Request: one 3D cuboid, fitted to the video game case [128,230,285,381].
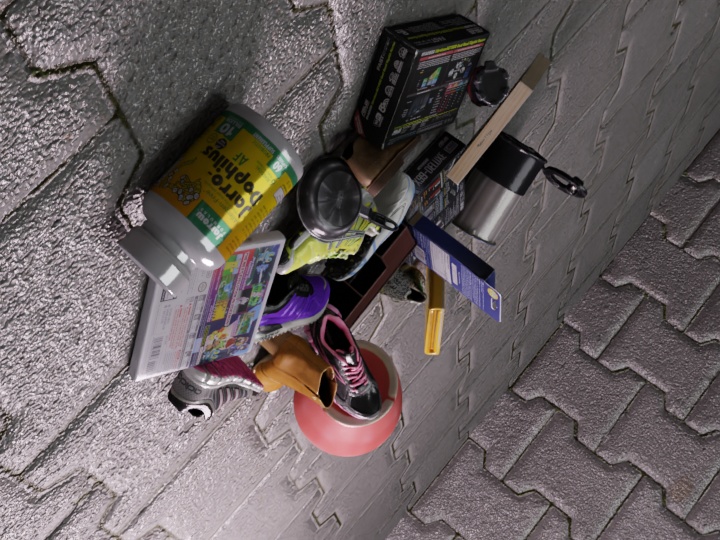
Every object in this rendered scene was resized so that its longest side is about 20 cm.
[{"bbox_3d":[-0.196,0.044,1.198,0.181,0.023,0.202,-12,135,-39],"label":"video game case"}]

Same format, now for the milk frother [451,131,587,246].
[{"bbox_3d":[0.296,-0.134,1.773,0.189,0.199,0.180,-59,162,16],"label":"milk frother"}]

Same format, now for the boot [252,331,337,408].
[{"bbox_3d":[-0.101,0.174,1.483,0.071,0.144,0.202,-40,156,-27],"label":"boot"}]

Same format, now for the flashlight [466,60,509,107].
[{"bbox_3d":[0.194,-0.277,1.423,0.068,0.067,0.200,-54,-175,13],"label":"flashlight"}]

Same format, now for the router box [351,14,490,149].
[{"bbox_3d":[0.085,-0.267,1.312,0.199,0.062,0.151,-27,147,-49],"label":"router box"}]

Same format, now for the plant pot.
[{"bbox_3d":[-0.015,0.205,1.597,0.201,0.200,0.178,-47,171,-16],"label":"plant pot"}]

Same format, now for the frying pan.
[{"bbox_3d":[-0.017,-0.076,1.308,0.190,0.031,0.116,47,65,-33],"label":"frying pan"}]

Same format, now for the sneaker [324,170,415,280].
[{"bbox_3d":[0.020,-0.064,1.471,0.201,0.072,0.072,-53,148,0],"label":"sneaker"}]

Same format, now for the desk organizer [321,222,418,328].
[{"bbox_3d":[0.000,0.000,1.532,0.201,0.071,0.077,-51,156,-7],"label":"desk organizer"}]

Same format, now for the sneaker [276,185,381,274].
[{"bbox_3d":[-0.041,-0.046,1.339,0.199,0.077,0.075,-37,-173,-31],"label":"sneaker"}]

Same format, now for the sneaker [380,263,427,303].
[{"bbox_3d":[0.088,0.039,1.748,0.077,0.088,0.199,-57,158,12],"label":"sneaker"}]

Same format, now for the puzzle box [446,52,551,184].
[{"bbox_3d":[0.213,-0.234,1.447,0.200,0.025,0.133,-52,180,37],"label":"puzzle box"}]

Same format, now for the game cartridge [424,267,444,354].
[{"bbox_3d":[0.138,0.029,1.766,0.177,0.032,0.202,89,2,-57],"label":"game cartridge"}]

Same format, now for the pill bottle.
[{"bbox_3d":[-0.164,-0.073,1.018,0.200,0.112,0.113,-48,158,-12],"label":"pill bottle"}]

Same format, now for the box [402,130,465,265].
[{"bbox_3d":[0.115,-0.120,1.618,0.158,0.050,0.201,-47,157,-17],"label":"box"}]

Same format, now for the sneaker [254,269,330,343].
[{"bbox_3d":[-0.102,0.031,1.365,0.199,0.069,0.100,-27,145,-50],"label":"sneaker"}]

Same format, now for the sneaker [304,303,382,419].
[{"bbox_3d":[-0.022,0.145,1.458,0.078,0.202,0.095,-30,-173,-16],"label":"sneaker"}]

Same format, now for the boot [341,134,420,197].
[{"bbox_3d":[0.031,-0.177,1.338,0.074,0.075,0.200,-46,-175,29],"label":"boot"}]

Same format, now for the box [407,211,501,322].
[{"bbox_3d":[0.164,-0.004,1.553,0.032,0.200,0.121,-44,157,-13],"label":"box"}]

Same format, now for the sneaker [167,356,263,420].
[{"bbox_3d":[-0.212,0.168,1.349,0.088,0.074,0.200,-49,160,7],"label":"sneaker"}]
